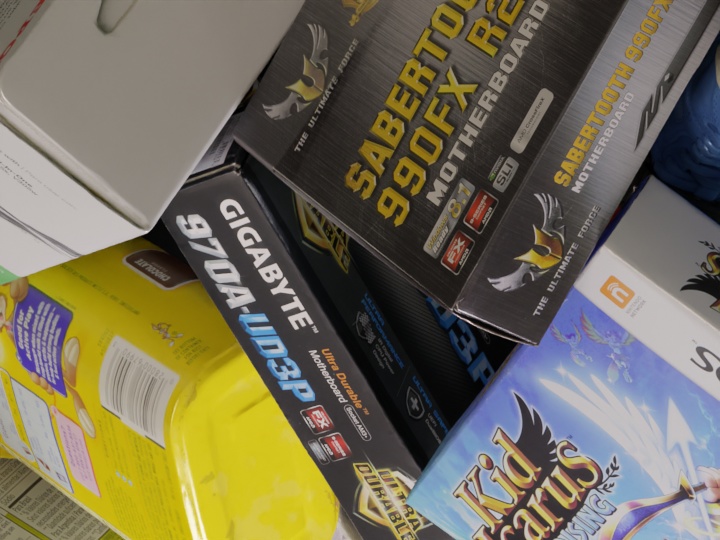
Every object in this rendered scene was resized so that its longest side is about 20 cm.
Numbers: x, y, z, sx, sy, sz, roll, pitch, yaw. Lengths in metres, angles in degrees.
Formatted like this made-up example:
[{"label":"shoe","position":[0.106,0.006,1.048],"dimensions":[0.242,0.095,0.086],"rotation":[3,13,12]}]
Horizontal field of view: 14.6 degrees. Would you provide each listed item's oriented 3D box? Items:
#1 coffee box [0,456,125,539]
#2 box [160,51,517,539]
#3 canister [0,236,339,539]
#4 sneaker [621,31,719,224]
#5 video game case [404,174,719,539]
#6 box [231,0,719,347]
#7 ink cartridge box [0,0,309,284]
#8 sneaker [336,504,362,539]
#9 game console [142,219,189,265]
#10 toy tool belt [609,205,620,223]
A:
[{"label":"coffee box","position":[-0.192,0.181,1.374],"dimensions":[0.197,0.200,0.200],"rotation":[30,128,12]},{"label":"box","position":[0.000,0.000,1.180],"dimensions":[0.046,0.159,0.200],"rotation":[-18,116,27]},{"label":"canister","position":[-0.106,0.049,1.247],"dimensions":[0.200,0.086,0.149],"rotation":[30,143,41]},{"label":"sneaker","position":[0.143,-0.042,1.039],"dimensions":[0.076,0.200,0.112],"rotation":[24,109,-6]},{"label":"video game case","position":[0.130,0.082,1.050],"dimensions":[0.181,0.045,0.200],"rotation":[37,142,3]},{"label":"box","position":[0.054,-0.097,1.004],"dimensions":[0.158,0.048,0.201],"rotation":[39,102,48]},{"label":"ink cartridge box","position":[-0.111,-0.081,1.125],"dimensions":[0.084,0.146,0.200],"rotation":[39,161,-16]},{"label":"sneaker","position":[-0.012,0.041,1.251],"dimensions":[0.074,0.087,0.201],"rotation":[-23,124,1]},{"label":"game console","position":[-0.085,-0.054,1.306],"dimensions":[0.199,0.031,0.178],"rotation":[26,121,14]},{"label":"toy tool belt","position":[0.060,-0.094,1.165],"dimensions":[0.123,0.124,0.201],"rotation":[27,133,63]}]
